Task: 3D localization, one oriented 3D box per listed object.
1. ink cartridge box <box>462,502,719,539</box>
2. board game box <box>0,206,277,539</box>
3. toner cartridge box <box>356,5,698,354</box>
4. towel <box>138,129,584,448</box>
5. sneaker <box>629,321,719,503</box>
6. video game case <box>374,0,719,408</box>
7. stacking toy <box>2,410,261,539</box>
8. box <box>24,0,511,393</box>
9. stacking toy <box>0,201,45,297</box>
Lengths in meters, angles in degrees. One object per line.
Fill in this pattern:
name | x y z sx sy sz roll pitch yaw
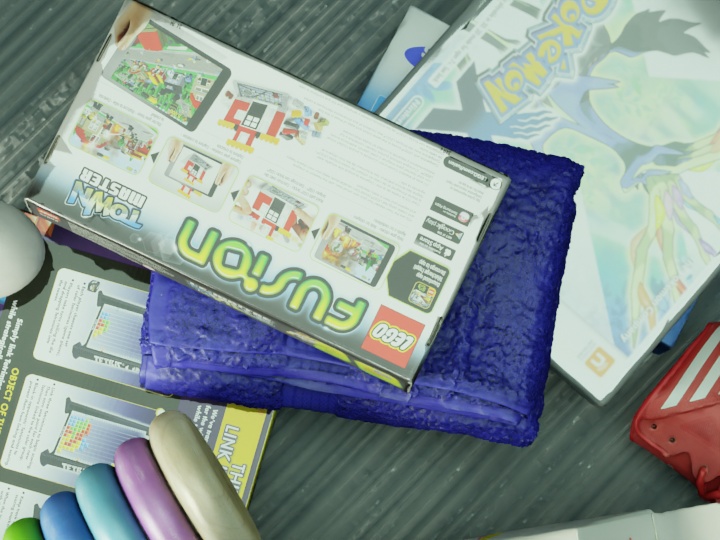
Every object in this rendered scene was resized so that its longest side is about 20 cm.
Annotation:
ink cartridge box | 0.085 0.180 1.139 0.200 0.067 0.117 -17 82 40
board game box | -0.131 0.084 1.205 0.165 0.057 0.200 17 83 -3
toner cartridge box | 0.090 -0.045 1.238 0.200 0.043 0.095 28 82 1
towel | 0.000 0.000 1.163 0.200 0.050 0.148 9 87 0
sneaker | 0.192 0.121 1.220 0.115 0.078 0.200 4 78 12
video game case | 0.115 -0.065 1.208 0.182 0.022 0.200 41 83 2
stacking toy | -0.149 0.150 1.133 0.200 0.085 0.085 -31 86 -2
box | -0.043 -0.035 1.129 0.200 0.035 0.110 26 80 2
stacking toy | -0.250 -0.020 1.160 0.200 0.146 0.146 3 83 1
